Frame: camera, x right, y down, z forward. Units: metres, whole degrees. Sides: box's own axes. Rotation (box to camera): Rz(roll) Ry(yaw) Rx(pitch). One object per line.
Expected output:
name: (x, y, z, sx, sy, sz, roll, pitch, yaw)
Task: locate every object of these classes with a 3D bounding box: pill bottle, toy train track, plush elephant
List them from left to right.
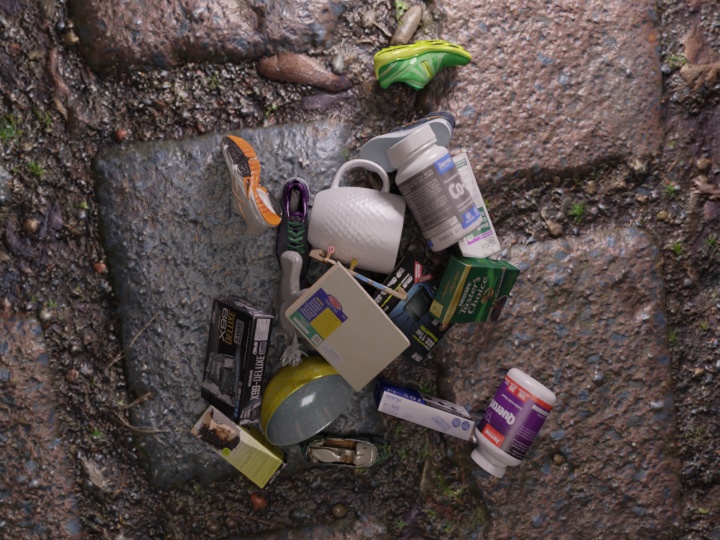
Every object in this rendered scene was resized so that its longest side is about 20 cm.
plush elephant: (-0.085, 0.090, 1.197, 0.160, 0.155, 0.207, 15, 83, 17)
toy train track: (0.000, 0.000, 1.125, 0.195, 0.115, 0.033, 25, 85, 15)
pill bottle: (0.131, -0.151, 1.142, 0.112, 0.114, 0.204, -30, 97, -1)
pill bottle: (0.307, 0.314, 1.284, 0.110, 0.112, 0.204, 29, 93, -7)

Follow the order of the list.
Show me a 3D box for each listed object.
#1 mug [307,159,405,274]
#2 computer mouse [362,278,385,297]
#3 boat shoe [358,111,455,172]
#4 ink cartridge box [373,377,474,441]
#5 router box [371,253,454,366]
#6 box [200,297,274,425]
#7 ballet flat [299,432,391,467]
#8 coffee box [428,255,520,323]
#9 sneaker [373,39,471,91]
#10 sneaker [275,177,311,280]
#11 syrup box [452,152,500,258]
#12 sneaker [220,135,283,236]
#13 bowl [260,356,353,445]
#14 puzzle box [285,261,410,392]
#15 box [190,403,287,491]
mug: (-0.006, -0.110, 1.199, 0.169, 0.148, 0.207, 11, 86, -2)
computer mouse: (-0.009, 0.100, 1.273, 0.058, 0.034, 0.203, 34, 92, -7)
boat shoe: (0.095, -0.252, 1.231, 0.194, 0.091, 0.073, -13, 112, 25)
ink cartridge box: (0.126, 0.280, 1.274, 0.194, 0.094, 0.046, 20, 94, -7)
router box: (0.101, 0.082, 1.211, 0.151, 0.062, 0.199, -49, 139, 1)
box: (-0.239, 0.168, 1.201, 0.049, 0.155, 0.208, 4, 98, -42)
ballet flat: (-0.029, 0.376, 1.284, 0.192, 0.074, 0.077, 4, 96, -6)
coffee box: (0.223, 0.039, 1.213, 0.196, 0.044, 0.126, 5, 113, -46)
sneaker: (0.119, -0.399, 1.222, 0.193, 0.075, 0.086, -10, 122, -7)
sneaker: (-0.132, -0.077, 1.216, 0.072, 0.088, 0.208, -1, 96, -4)
syrup box: (0.203, -0.120, 1.244, 0.077, 0.081, 0.206, -22, 97, 1)
sneaker: (-0.230, -0.159, 1.208, 0.091, 0.075, 0.205, -33, 79, 38)
bowl: (-0.121, 0.234, 1.229, 0.199, 0.201, 0.108, -39, 56, 0)
puzzle box: (-0.021, 0.100, 1.098, 0.132, 0.026, 0.201, -40, 108, 7)
box: (-0.244, 0.352, 1.271, 0.198, 0.050, 0.076, 39, 92, -8)
